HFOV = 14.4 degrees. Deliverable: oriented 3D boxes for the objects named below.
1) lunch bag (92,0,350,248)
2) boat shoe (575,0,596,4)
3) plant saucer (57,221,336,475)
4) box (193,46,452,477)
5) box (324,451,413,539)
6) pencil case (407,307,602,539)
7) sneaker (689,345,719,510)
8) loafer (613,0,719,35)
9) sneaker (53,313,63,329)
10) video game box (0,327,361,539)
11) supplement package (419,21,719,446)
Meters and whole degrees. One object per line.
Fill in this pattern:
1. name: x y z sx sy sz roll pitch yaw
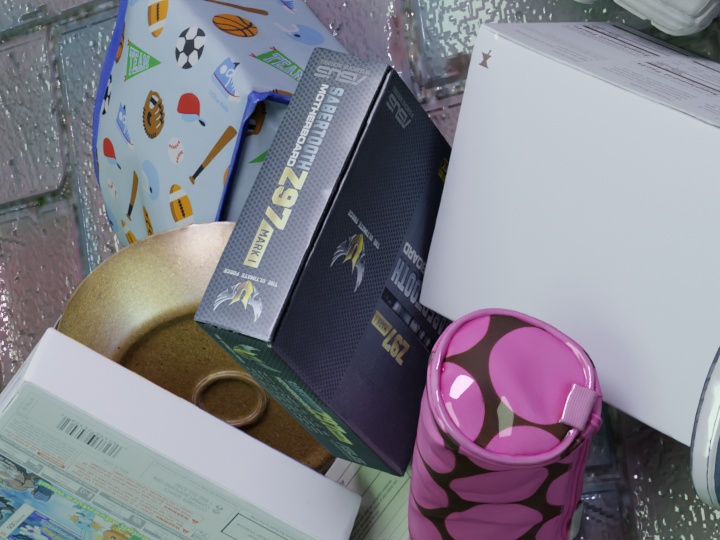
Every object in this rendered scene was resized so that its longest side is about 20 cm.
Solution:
1. lunch bag: -0.076 -0.057 1.638 0.170 0.124 0.200 50 131 46
2. boat shoe: 0.080 -0.234 1.511 0.060 0.072 0.202 -40 73 26
3. plant saucer: -0.072 0.062 1.586 0.200 0.200 0.035 -55 21 34
4. box: 0.000 0.000 1.474 0.051 0.200 0.158 16 73 28
5. box: 0.063 0.172 1.561 0.200 0.078 0.095 57 131 26
6. pencil case: 0.074 0.095 1.422 0.094 0.091 0.200 27 158 13
7. sneaker: 0.252 0.046 1.312 0.146 0.077 0.203 32 88 37
8. loafer: 0.105 -0.194 1.437 0.200 0.070 0.070 29 111 -7
9. sneaker: -0.101 0.089 1.740 0.073 0.085 0.200 -47 56 -7
10. video game box: -0.124 0.132 1.592 0.182 0.200 0.047 -48 16 49
11. supplement package: 0.148 -0.023 1.431 0.200 0.111 0.156 28 113 42
